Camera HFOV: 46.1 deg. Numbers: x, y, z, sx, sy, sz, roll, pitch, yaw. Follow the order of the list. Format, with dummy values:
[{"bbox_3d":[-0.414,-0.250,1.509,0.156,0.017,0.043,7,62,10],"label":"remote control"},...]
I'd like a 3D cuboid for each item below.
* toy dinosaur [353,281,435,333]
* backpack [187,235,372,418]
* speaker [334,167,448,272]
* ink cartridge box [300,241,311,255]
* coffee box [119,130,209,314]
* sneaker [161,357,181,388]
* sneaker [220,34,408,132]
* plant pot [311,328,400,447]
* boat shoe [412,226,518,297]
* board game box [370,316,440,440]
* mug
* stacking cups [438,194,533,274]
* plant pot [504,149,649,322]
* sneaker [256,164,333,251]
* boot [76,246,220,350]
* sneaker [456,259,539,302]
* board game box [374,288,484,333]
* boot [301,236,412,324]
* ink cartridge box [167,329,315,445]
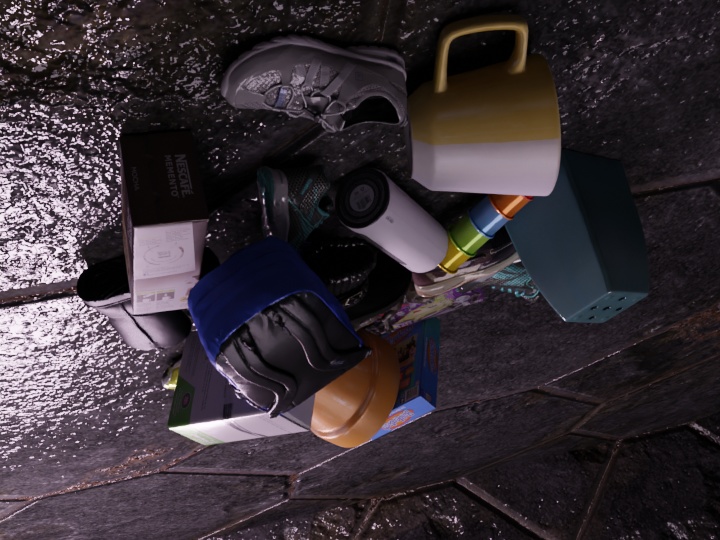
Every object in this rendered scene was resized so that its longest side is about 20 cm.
[{"bbox_3d":[0.024,0.048,1.322,0.197,0.077,0.104,-6,129,-42],"label":"toy dinosaur"},{"bbox_3d":[-0.112,0.056,0.985,0.162,0.169,0.200,-38,149,0],"label":"backpack"},{"bbox_3d":[0.047,-0.062,1.122,0.080,0.083,0.199,-24,155,19],"label":"speaker"},{"bbox_3d":[-0.130,0.020,1.243,0.093,0.038,0.200,5,146,-39],"label":"ink cartridge box"},{"bbox_3d":[-0.223,-0.049,0.948,0.078,0.115,0.201,-6,154,-18],"label":"coffee box"},{"bbox_3d":[-0.242,0.181,1.457,0.196,0.078,0.076,-10,157,-10],"label":"sneaker"},{"bbox_3d":[-0.038,-0.176,0.830,0.196,0.083,0.075,-7,154,-19],"label":"sneaker"},{"bbox_3d":[-0.063,0.177,1.443,0.199,0.203,0.182,-32,136,33],"label":"plant pot"},{"bbox_3d":[0.166,-0.028,1.279,0.197,0.072,0.066,-25,120,5],"label":"boat shoe"},{"bbox_3d":[0.071,0.183,1.508,0.151,0.202,0.045,-33,122,33],"label":"board game box"},{"bbox_3d":[0.124,-0.169,0.922,0.150,0.191,0.149,-6,-172,-1],"label":"mug"},{"bbox_3d":[0.184,-0.075,1.179,0.060,0.061,0.199,13,135,-47],"label":"stacking cups"},{"bbox_3d":[0.308,-0.037,1.186,0.139,0.204,0.141,4,150,-36],"label":"plant pot"},{"bbox_3d":[-0.076,-0.064,1.056,0.089,0.079,0.201,-15,158,-12],"label":"sneaker"},{"bbox_3d":[-0.261,0.039,1.147,0.196,0.078,0.169,-11,152,7],"label":"boot"},{"bbox_3d":[0.249,0.011,1.343,0.196,0.093,0.078,-19,178,12],"label":"sneaker"},{"bbox_3d":[0.114,0.051,1.461,0.196,0.033,0.120,-18,151,6],"label":"board game box"},{"bbox_3d":[0.001,0.002,1.178,0.209,0.080,0.159,-30,153,-29],"label":"boot"},{"bbox_3d":[-0.155,0.148,1.158,0.197,0.148,0.084,-13,145,33],"label":"ink cartridge box"}]
